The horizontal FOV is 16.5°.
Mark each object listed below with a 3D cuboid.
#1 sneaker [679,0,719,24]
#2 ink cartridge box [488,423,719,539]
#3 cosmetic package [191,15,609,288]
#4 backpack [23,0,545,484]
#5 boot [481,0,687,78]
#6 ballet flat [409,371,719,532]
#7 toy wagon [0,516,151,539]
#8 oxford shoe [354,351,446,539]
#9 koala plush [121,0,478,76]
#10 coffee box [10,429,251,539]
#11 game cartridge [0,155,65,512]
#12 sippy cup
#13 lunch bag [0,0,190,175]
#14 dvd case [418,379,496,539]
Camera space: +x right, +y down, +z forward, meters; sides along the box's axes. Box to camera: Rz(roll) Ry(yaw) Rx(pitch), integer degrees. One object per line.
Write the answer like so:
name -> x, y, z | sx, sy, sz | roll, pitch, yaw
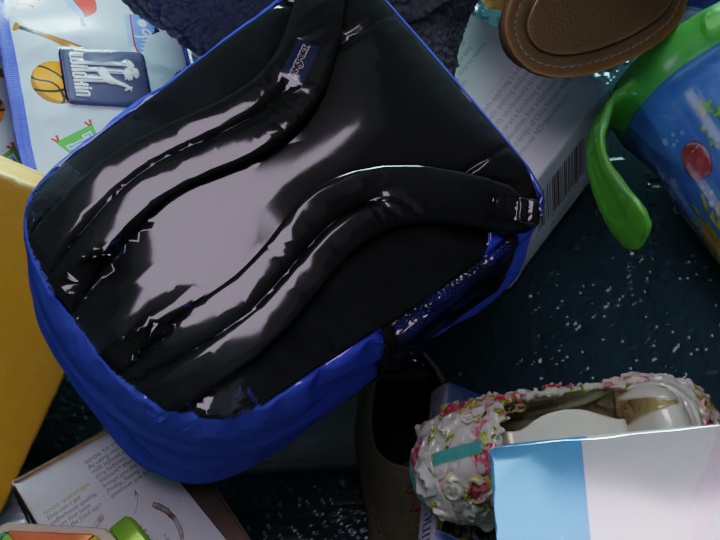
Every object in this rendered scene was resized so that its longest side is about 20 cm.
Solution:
sneaker -> 0.243, -0.184, 1.342 | 0.200, 0.088, 0.075 | -36, 60, -18
ink cartridge box -> 0.162, 0.143, 1.030 | 0.199, 0.129, 0.126 | -6, 62, 8
cosmetic package -> 0.022, -0.086, 1.307 | 0.200, 0.071, 0.101 | 30, 66, 21
backpack -> -0.042, 0.000, 1.090 | 0.200, 0.168, 0.163 | -36, 72, -21
boot -> 0.105, -0.152, 1.268 | 0.200, 0.074, 0.155 | -41, 18, -30
ballet flat -> 0.111, 0.082, 1.136 | 0.200, 0.064, 0.076 | -8, 77, -40
toy wagon -> -0.143, 0.168, 1.036 | 0.155, 0.040, 0.200 | -37, 61, -9
oxford shoe -> 0.033, 0.124, 1.170 | 0.070, 0.075, 0.200 | -16, 57, -5
koala plush -> -0.039, -0.186, 1.258 | 0.177, 0.184, 0.200 | -36, 41, 5
coffee box -> -0.067, 0.174, 1.109 | 0.080, 0.114, 0.200 | -29, 60, -12
game cartridge -> -0.233, 0.012, 1.182 | 0.200, 0.177, 0.032 | 22, 19, -14
sippy cup -> 0.210, -0.056, 1.245 | 0.178, 0.140, 0.131 | -29, 68, 10
lunch bag -> -0.177, -0.061, 1.269 | 0.200, 0.124, 0.170 | -16, 60, 3
dvd case -> 0.086, 0.161, 1.129 | 0.142, 0.018, 0.200 | 24, 54, -25
